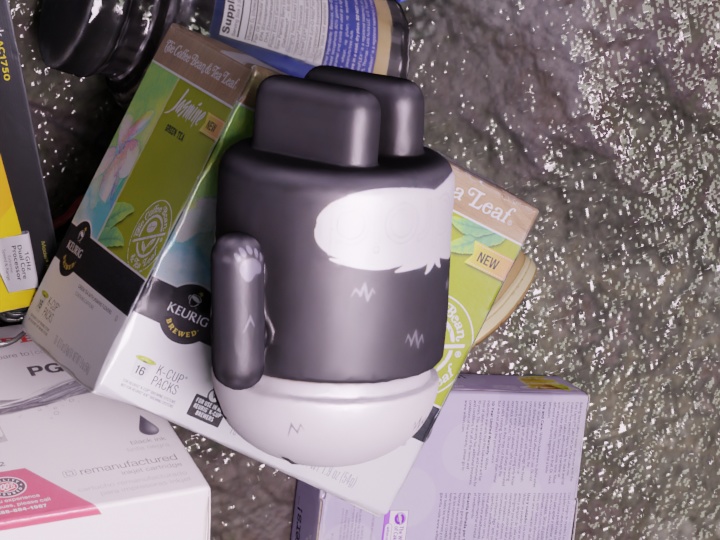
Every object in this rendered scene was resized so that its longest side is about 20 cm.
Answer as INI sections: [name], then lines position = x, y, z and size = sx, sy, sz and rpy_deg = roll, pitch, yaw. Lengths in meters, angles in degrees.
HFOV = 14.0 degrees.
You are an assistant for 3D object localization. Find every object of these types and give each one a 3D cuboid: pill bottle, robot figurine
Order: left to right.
[pill bottle]
position = -0.080, -0.134, 1.710
size = 0.199, 0.112, 0.113
rpy_deg = 14, 96, -26
[robot figurine]
position = -0.017, 0.000, 1.499
size = 0.149, 0.125, 0.202
rpy_deg = -2, 105, -18

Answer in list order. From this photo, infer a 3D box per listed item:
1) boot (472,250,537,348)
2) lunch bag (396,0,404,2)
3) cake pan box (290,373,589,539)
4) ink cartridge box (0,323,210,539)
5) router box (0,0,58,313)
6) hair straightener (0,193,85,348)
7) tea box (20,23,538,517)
[boot]
position = 0.000, 0.000, 1.788
size = 0.200, 0.073, 0.156
rpy_deg = -37, 94, -23
[lunch bag]
position = 0.046, -0.284, 1.712
size = 0.150, 0.094, 0.201
rpy_deg = -27, 125, -20
[cake pan box]
position = 0.047, 0.166, 1.873
size = 0.183, 0.052, 0.202
rpy_deg = 1, 102, -22
[ink cartridge box]
position = -0.186, 0.114, 1.665
size = 0.146, 0.200, 0.083
rpy_deg = -8, 122, -22
[router box]
position = -0.250, -0.069, 1.626
size = 0.149, 0.051, 0.202
rpy_deg = -13, 92, -47
[hair straightener]
position = -0.167, -0.008, 1.719
size = 0.199, 0.077, 0.041
rpy_deg = -22, 137, -19
[tea box]
position = -0.045, -0.001, 1.629
size = 0.199, 0.134, 0.198
rpy_deg = 24, 93, -28
